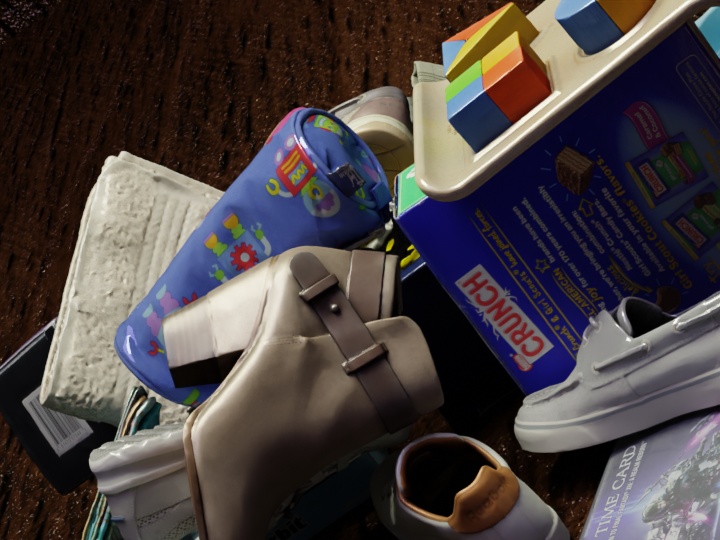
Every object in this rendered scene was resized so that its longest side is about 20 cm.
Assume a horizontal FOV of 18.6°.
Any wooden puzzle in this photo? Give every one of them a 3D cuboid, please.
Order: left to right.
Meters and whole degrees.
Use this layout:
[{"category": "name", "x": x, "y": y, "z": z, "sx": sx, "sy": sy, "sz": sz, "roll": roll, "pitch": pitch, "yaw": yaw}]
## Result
[{"category": "wooden puzzle", "x": 0.109, "y": -0.135, "z": 1.238, "sx": 0.200, "sy": 0.046, "sz": 0.185, "roll": -34, "pitch": 18, "yaw": 14}]

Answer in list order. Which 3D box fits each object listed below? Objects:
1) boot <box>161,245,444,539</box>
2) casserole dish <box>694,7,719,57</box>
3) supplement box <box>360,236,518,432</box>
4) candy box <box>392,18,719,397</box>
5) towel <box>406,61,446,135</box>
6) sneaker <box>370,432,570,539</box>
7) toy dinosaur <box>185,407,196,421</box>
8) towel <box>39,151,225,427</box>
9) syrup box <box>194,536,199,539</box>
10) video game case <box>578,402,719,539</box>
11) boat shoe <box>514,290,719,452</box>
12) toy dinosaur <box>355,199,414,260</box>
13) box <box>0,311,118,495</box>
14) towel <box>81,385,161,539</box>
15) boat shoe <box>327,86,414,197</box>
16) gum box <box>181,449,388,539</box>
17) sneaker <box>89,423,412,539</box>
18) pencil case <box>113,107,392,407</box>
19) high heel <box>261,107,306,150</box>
[{"category": "boot", "x": -0.026, "y": 0.082, "z": 1.209, "sx": 0.145, "sy": 0.201, "sz": 0.070, "roll": -11, "pitch": -16, "yaw": -2}, {"category": "casserole dish", "x": 0.285, "y": -0.154, "z": 1.472, "sx": 0.121, "sy": 0.039, "sz": 0.200, "roll": -50, "pitch": 23, "yaw": -27}, {"category": "supplement box", "x": 0.065, "y": -0.004, "z": 1.436, "sx": 0.109, "sy": 0.110, "sz": 0.200, "roll": -35, "pitch": 21, "yaw": 11}, {"category": "candy box", "x": 0.146, "y": -0.032, "z": 1.269, "sx": 0.200, "sy": 0.169, "sz": 0.077, "roll": -34, "pitch": 16, "yaw": 13}, {"category": "towel", "x": 0.127, "y": -0.072, "z": 1.407, "sx": 0.193, "sy": 0.199, "sz": 0.035, "roll": -95, "pitch": 19, "yaw": -64}, {"category": "sneaker", "x": 0.047, "y": 0.117, "z": 1.254, "sx": 0.073, "sy": 0.085, "sz": 0.200, "roll": -46, "pitch": 20, "yaw": -13}, {"category": "toy dinosaur", "x": -0.055, "y": 0.077, "z": 1.393, "sx": 0.102, "sy": 0.077, "sz": 0.200, "roll": 31, "pitch": 63, "yaw": 25}, {"category": "towel", "x": -0.135, "y": 0.021, "z": 1.486, "sx": 0.034, "sy": 0.132, "sz": 0.201, "roll": -43, "pitch": 33, "yaw": 54}, {"category": "syrup box", "x": -0.080, "y": 0.234, "z": 1.230, "sx": 0.079, "sy": 0.082, "sz": 0.200, "roll": -38, "pitch": 22, "yaw": 0}, {"category": "video game case", "x": 0.196, "y": 0.109, "z": 1.107, "sx": 0.200, "sy": 0.019, "sz": 0.143, "roll": -24, "pitch": 25, "yaw": 37}, {"category": "boat shoe", "x": 0.157, "y": 0.047, "z": 1.197, "sx": 0.200, "sy": 0.069, "sz": 0.072, "roll": -23, "pitch": 3, "yaw": 46}, {"category": "toy dinosaur", "x": 0.000, "y": 0.000, "z": 1.324, "sx": 0.088, "sy": 0.047, "sz": 0.200, "roll": -55, "pitch": 33, "yaw": 6}, {"category": "box", "x": -0.146, "y": 0.054, "z": 1.580, "sx": 0.200, "sy": 0.105, "sz": 0.148, "roll": -35, "pitch": 0, "yaw": -36}, {"category": "towel", "x": -0.154, "y": 0.188, "z": 1.336, "sx": 0.147, "sy": 0.022, "sz": 0.201, "roll": 89, "pitch": -164, "yaw": -63}, {"category": "boat shoe", "x": -0.035, "y": -0.052, "z": 1.427, "sx": 0.200, "sy": 0.072, "sz": 0.065, "roll": -37, "pitch": 25, "yaw": 38}, {"category": "gum box", "x": -0.063, "y": 0.126, "z": 1.478, "sx": 0.170, "sy": 0.045, "sz": 0.200, "roll": -35, "pitch": 22, "yaw": 11}, {"category": "sneaker", "x": -0.060, "y": 0.120, "z": 1.290, "sx": 0.199, "sy": 0.082, "sz": 0.075, "roll": -13, "pitch": 4, "yaw": -21}, {"category": "pencil case", "x": -0.060, "y": -0.002, "z": 1.302, "sx": 0.200, "sy": 0.087, "sz": 0.078, "roll": -49, "pitch": -11, "yaw": 23}, {"category": "high heel", "x": -0.031, "y": -0.025, "z": 1.486, "sx": 0.096, "sy": 0.067, "sz": 0.201, "roll": -21, "pitch": 53, "yaw": 54}]
